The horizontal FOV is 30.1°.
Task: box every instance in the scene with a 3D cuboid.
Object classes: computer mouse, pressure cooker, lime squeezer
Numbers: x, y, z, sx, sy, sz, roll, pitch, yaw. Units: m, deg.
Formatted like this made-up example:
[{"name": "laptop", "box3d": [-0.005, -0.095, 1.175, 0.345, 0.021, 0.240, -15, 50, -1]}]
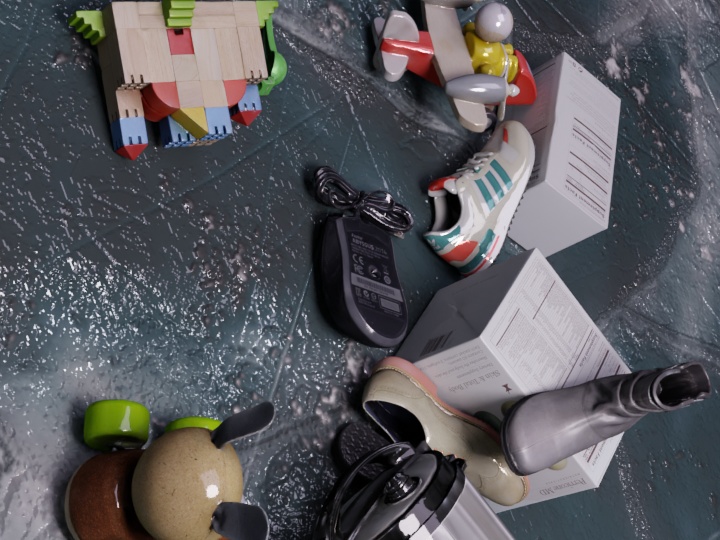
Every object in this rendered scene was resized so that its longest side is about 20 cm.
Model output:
[{"name": "computer mouse", "box3d": [0.000, 0.000, 1.370, 0.138, 0.053, 0.202, 25, 45, -35]}, {"name": "pressure cooker", "box3d": [0.048, 0.257, 1.192, 0.201, 0.178, 0.176, 51, 3, -8]}, {"name": "lime squeezer", "box3d": [-0.115, -0.208, 1.362, 0.071, 0.038, 0.200, 50, 46, -14]}]

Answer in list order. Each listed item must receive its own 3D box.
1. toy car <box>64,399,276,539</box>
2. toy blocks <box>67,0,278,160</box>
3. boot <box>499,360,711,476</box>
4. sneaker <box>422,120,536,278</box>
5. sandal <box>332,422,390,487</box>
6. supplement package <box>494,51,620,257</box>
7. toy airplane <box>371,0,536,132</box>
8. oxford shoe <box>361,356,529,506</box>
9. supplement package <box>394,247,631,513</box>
[{"name": "toy car", "box3d": [-0.124, 0.176, 1.053, 0.157, 0.199, 0.166, 17, 60, -37]}, {"name": "toy blocks", "box3d": [-0.163, -0.179, 1.259, 0.198, 0.100, 0.138, -8, 85, -33]}, {"name": "boot", "box3d": [0.230, 0.127, 1.249, 0.199, 0.131, 0.070, -23, 91, -42]}, {"name": "sneaker", "box3d": [0.130, -0.097, 1.503, 0.093, 0.070, 0.202, 32, 68, -26]}, {"name": "sandal", "box3d": [0.050, 0.226, 1.320, 0.199, 0.045, 0.075, 39, 42, -5]}, {"name": "supplement package", "box3d": [0.230, -0.136, 1.604, 0.109, 0.113, 0.202, 33, 53, -27]}, {"name": "toy airplane", "box3d": [0.111, -0.255, 1.524, 0.200, 0.141, 0.199, 49, 35, 5]}, {"name": "oxford shoe", "box3d": [0.079, 0.175, 1.320, 0.199, 0.071, 0.074, 38, 36, -1]}, {"name": "supplement package", "box3d": [0.160, 0.117, 1.388, 0.200, 0.151, 0.151, 50, 47, -14]}]
